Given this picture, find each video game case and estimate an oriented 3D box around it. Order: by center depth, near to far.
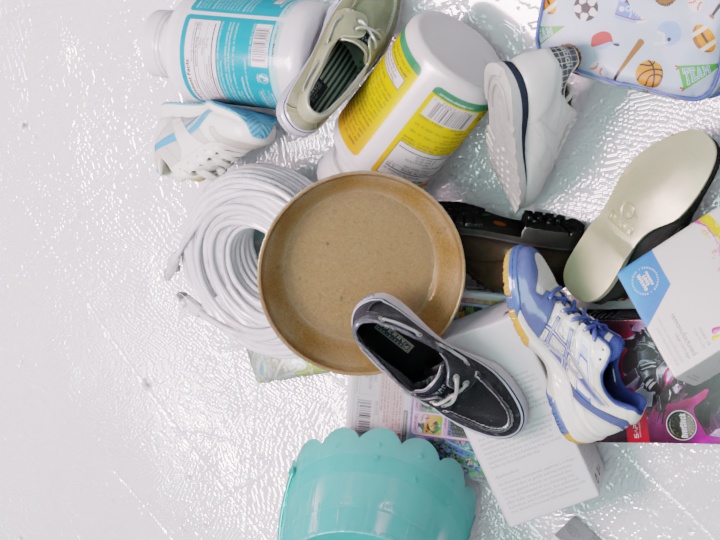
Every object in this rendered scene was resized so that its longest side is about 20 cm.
[{"bbox_3d":[0.078,0.111,1.725,0.180,0.024,0.202,6,105,7],"label":"video game case"}]

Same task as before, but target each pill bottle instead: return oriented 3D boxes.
[{"bbox_3d":[0.043,-0.144,1.657,0.113,0.113,0.200,46,124,10],"label":"pill bottle"},{"bbox_3d":[-0.123,-0.224,1.731,0.198,0.111,0.112,9,106,26],"label":"pill bottle"}]

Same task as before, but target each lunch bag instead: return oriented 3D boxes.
[{"bbox_3d":[0.263,-0.245,1.545,0.199,0.075,0.162,18,107,24],"label":"lunch bag"}]

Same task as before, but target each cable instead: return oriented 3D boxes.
[{"bbox_3d":[-0.092,-0.008,1.719,0.200,0.069,0.201,38,129,16],"label":"cable"}]

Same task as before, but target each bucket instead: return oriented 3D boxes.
[{"bbox_3d":[0.011,0.274,1.721,0.205,0.135,0.208,7,131,8],"label":"bucket"}]

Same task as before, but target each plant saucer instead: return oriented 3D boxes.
[{"bbox_3d":[0.000,0.000,1.622,0.198,0.035,0.202,-1,106,-5],"label":"plant saucer"}]

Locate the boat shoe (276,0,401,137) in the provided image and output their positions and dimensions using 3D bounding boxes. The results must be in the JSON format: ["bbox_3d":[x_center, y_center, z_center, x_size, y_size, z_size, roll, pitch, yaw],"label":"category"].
[{"bbox_3d":[-0.009,-0.210,1.639,0.072,0.201,0.062,38,156,-21],"label":"boat shoe"}]

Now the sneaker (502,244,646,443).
[{"bbox_3d":[0.204,0.060,1.596,0.088,0.075,0.201,-20,100,33],"label":"sneaker"}]

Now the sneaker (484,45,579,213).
[{"bbox_3d":[0.165,-0.129,1.594,0.077,0.080,0.201,59,166,29],"label":"sneaker"}]

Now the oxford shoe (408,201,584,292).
[{"bbox_3d":[0.114,-0.018,1.662,0.198,0.073,0.085,11,113,12],"label":"oxford shoe"}]

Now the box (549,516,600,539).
[{"bbox_3d":[0.191,0.363,1.734,0.117,0.060,0.201,42,117,13],"label":"box"}]

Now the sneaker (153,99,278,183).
[{"bbox_3d":[-0.148,-0.130,1.748,0.199,0.076,0.082,4,83,59],"label":"sneaker"}]

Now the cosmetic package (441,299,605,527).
[{"bbox_3d":[0.154,0.137,1.668,0.101,0.071,0.201,-22,101,18],"label":"cosmetic package"}]

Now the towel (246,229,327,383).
[{"bbox_3d":[-0.048,0.024,1.787,0.199,0.048,0.173,-10,97,29],"label":"towel"}]

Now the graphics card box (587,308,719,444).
[{"bbox_3d":[0.305,0.100,1.617,0.198,0.051,0.127,-1,101,27],"label":"graphics card box"}]

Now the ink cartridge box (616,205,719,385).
[{"bbox_3d":[0.347,0.001,1.526,0.199,0.067,0.117,-35,65,18],"label":"ink cartridge box"}]

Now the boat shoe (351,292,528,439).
[{"bbox_3d":[0.074,0.099,1.594,0.200,0.068,0.072,40,108,-9],"label":"boat shoe"}]

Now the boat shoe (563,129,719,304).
[{"bbox_3d":[0.271,-0.051,1.596,0.074,0.063,0.202,53,121,31],"label":"boat shoe"}]
